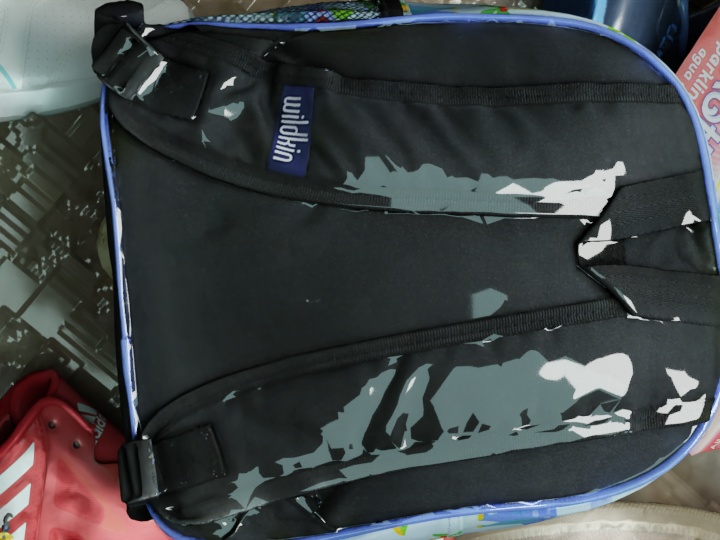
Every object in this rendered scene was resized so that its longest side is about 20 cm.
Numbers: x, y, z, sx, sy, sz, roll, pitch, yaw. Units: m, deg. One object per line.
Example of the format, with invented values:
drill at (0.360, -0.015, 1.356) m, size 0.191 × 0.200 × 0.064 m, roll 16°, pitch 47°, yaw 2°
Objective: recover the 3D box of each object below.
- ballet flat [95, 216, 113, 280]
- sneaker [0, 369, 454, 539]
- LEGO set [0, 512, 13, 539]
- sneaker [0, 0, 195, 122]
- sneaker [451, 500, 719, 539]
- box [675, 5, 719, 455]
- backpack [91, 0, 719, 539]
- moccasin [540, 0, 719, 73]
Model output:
ballet flat at (0.000, 0.000, 0.929) m, size 0.199 × 0.057 × 0.067 m, roll 9°, pitch 99°, yaw -15°
sneaker at (-0.068, 0.085, 0.921) m, size 0.199 × 0.078 × 0.116 m, roll -19°, pitch 107°, yaw -10°
LEGO set at (-0.198, 0.104, 0.879) m, size 0.153 × 0.116 × 0.201 m, roll -21°, pitch 90°, yaw -9°
sneaker at (-0.155, -0.091, 0.867) m, size 0.199 × 0.070 × 0.081 m, roll -4°, pitch 100°, yaw -12°
sneaker at (0.127, 0.136, 0.971) m, size 0.199 × 0.070 × 0.076 m, roll 7°, pitch 71°, yaw -16°
box at (0.167, -0.040, 0.884) m, size 0.102 × 0.095 × 0.200 m, roll -4°, pitch 134°, yaw -48°
backpack at (0.018, -0.001, 0.838) m, size 0.199 × 0.147 × 0.184 m, roll -5°, pitch 88°, yaw 0°
moccasin at (0.111, -0.100, 0.923) m, size 0.068 × 0.080 × 0.201 m, roll 15°, pitch 99°, yaw -16°
